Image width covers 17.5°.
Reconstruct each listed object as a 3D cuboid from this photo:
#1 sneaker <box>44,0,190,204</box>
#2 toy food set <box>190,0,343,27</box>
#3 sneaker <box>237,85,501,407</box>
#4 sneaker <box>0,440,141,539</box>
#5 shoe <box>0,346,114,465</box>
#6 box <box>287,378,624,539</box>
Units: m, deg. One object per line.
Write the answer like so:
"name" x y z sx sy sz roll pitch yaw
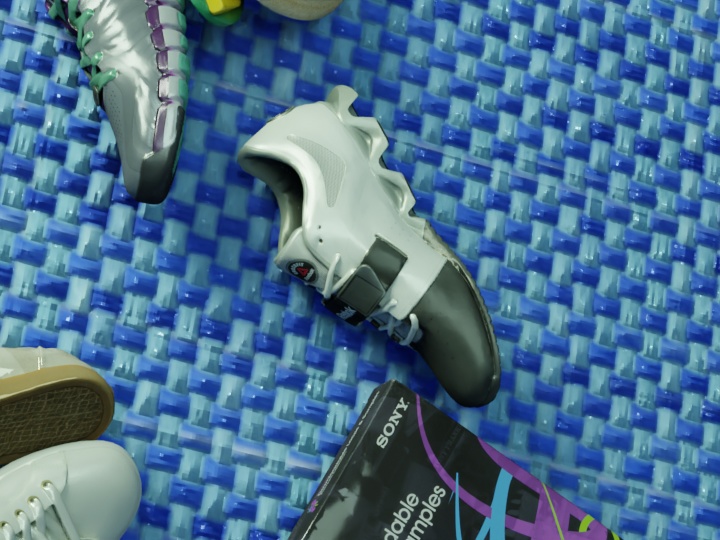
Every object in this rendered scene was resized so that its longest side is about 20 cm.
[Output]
"sneaker" -0.140 -0.126 1.284 0.087 0.074 0.200 4 60 -11
"toy food set" -0.065 -0.233 1.317 0.198 0.049 0.200 -26 97 -60
"sneaker" 0.000 0.000 1.294 0.088 0.074 0.200 -25 74 -28
"sneaker" -0.180 0.153 1.150 0.200 0.085 0.073 -33 108 -25
"shoe" -0.226 0.074 1.186 0.200 0.070 0.053 -7 39 -25
"box" 0.059 0.172 1.280 0.200 0.036 0.143 34 63 -8
